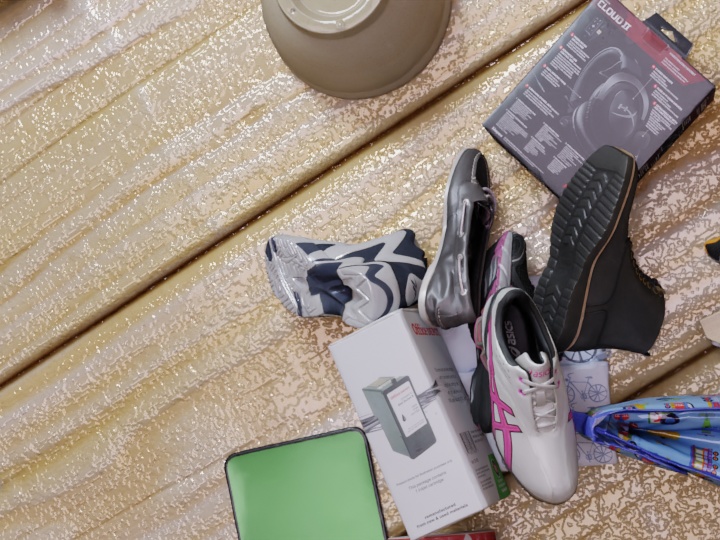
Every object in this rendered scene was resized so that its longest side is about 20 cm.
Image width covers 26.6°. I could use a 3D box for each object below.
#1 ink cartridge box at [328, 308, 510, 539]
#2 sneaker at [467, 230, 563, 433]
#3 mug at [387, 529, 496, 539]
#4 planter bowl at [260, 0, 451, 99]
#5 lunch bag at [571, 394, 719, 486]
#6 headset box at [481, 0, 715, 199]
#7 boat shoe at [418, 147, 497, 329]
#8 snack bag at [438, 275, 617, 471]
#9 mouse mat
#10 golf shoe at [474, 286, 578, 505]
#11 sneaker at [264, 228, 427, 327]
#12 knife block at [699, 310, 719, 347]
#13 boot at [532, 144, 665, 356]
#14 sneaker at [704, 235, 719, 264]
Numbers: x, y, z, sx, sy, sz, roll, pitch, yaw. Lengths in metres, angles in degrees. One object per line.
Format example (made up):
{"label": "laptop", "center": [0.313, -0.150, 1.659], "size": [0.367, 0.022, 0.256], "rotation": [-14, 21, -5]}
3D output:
{"label": "ink cartridge box", "center": [0.059, 0.145, 1.471], "size": [0.083, 0.146, 0.202], "rotation": [-26, 80, 12]}
{"label": "sneaker", "center": [0.156, 0.065, 1.499], "size": [0.085, 0.080, 0.202], "rotation": [8, 74, -17]}
{"label": "mug", "center": [0.105, 0.357, 1.493], "size": [0.176, 0.133, 0.202], "rotation": [-1, 80, -26]}
{"label": "planter bowl", "center": [-0.017, -0.284, 1.538], "size": [0.198, 0.135, 0.203], "rotation": [-1, 86, 13]}
{"label": "lunch bag", "center": [0.291, 0.150, 1.422], "size": [0.198, 0.151, 0.095], "rotation": [9, 88, 5]}
{"label": "headset box", "center": [0.242, -0.164, 1.502], "size": [0.149, 0.077, 0.200], "rotation": [43, 95, 11]}
{"label": "boat shoe", "center": [0.109, -0.032, 1.503], "size": [0.056, 0.067, 0.202], "rotation": [0, 60, 29]}
{"label": "snack bag", "center": [0.159, 0.100, 1.533], "size": [0.186, 0.021, 0.202], "rotation": [-4, 86, 13]}
{"label": "mouse mat", "center": [-0.051, 0.274, 1.578], "size": [0.159, 0.008, 0.202], "rotation": [-13, 85, 12]}
{"label": "golf shoe", "center": [0.152, 0.114, 1.387], "size": [0.072, 0.092, 0.202], "rotation": [-15, 77, -7]}
{"label": "sneaker", "center": [0.000, 0.000, 1.551], "size": [0.198, 0.129, 0.080], "rotation": [9, 107, 51]}
{"label": "knife block", "center": [0.442, 0.016, 1.453], "size": [0.198, 0.064, 0.177], "rotation": [20, 90, 13]}
{"label": "boot", "center": [0.250, -0.014, 1.457], "size": [0.077, 0.137, 0.202], "rotation": [47, 123, 52]}
{"label": "sneaker", "center": [0.387, -0.090, 1.468], "size": [0.077, 0.078, 0.202], "rotation": [14, 86, 26]}
